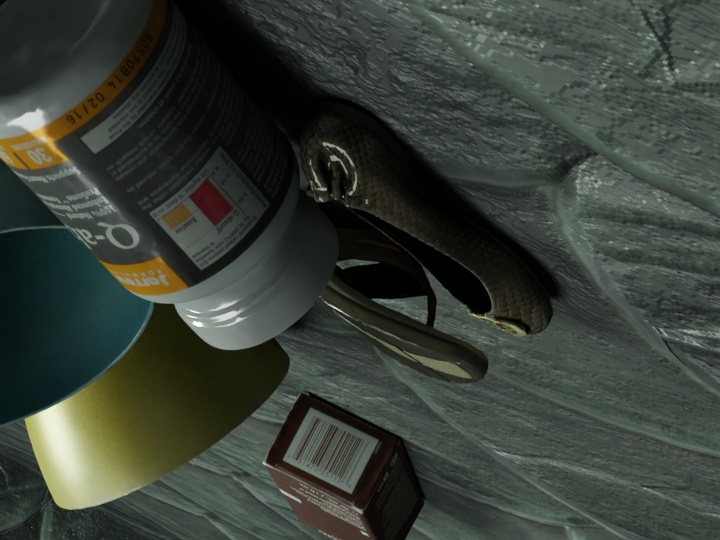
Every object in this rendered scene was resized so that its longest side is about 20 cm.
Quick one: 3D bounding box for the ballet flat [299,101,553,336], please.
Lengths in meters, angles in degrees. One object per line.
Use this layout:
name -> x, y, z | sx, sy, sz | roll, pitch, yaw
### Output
ballet flat -> 0.033, -0.016, 1.088 | 0.067, 0.047, 0.200 | 10, 155, 47

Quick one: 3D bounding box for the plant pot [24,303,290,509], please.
plant pot -> -0.170, 0.055, 1.478 | 0.142, 0.200, 0.200 | 60, 155, -14

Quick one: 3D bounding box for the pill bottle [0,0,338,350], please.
pill bottle -> -0.102, -0.056, 1.042 | 0.116, 0.117, 0.200 | 12, 150, 48

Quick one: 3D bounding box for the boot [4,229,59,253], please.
boot -> -0.232, -0.074, 1.271 | 0.199, 0.096, 0.074 | 29, 179, 2

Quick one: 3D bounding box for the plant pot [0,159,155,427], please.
plant pot -> -0.232, -0.014, 1.176 | 0.135, 0.199, 0.200 | 65, -177, 29

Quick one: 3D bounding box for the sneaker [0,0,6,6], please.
sneaker -> -0.150, -0.106, 1.101 | 0.199, 0.077, 0.080 | 29, 145, -19

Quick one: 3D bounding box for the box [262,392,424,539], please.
box -> -0.012, 0.183, 1.762 | 0.100, 0.075, 0.200 | 24, 166, 17

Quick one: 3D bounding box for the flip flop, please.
flip flop -> 0.000, 0.000, 1.200 | 0.200, 0.058, 0.081 | 37, 177, 37
